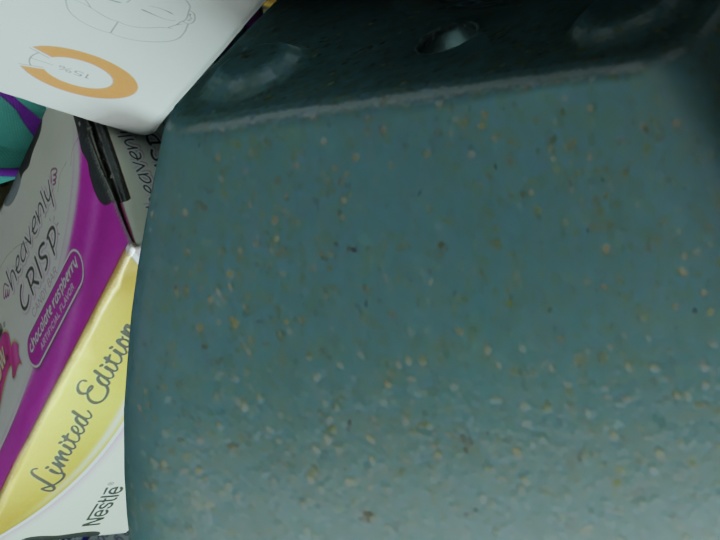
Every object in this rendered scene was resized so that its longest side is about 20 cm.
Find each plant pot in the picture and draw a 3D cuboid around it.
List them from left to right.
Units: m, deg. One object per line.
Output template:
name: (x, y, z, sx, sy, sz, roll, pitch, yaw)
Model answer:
plant pot: (0.062, 0.021, 0.559, 0.195, 0.196, 0.201, -6, 119, 33)

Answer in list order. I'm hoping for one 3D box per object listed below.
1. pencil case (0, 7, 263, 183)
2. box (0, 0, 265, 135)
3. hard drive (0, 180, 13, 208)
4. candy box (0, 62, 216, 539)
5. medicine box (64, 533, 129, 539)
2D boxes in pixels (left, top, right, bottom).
pencil case: (-0.116, -0.064, 0.778, 0.092, 0.086, 0.199, 6, 170, -37)
box: (-0.066, -0.115, 0.555, 0.124, 0.098, 0.200, 18, 162, -14)
hard drive: (-0.149, -0.023, 0.893, 0.199, 0.132, 0.026, 6, 118, 23)
candy box: (-0.003, 0.008, 0.736, 0.199, 0.061, 0.137, -3, 144, -29)
medicine box: (-0.130, 0.100, 0.982, 0.199, 0.103, 0.182, 36, 156, 5)
